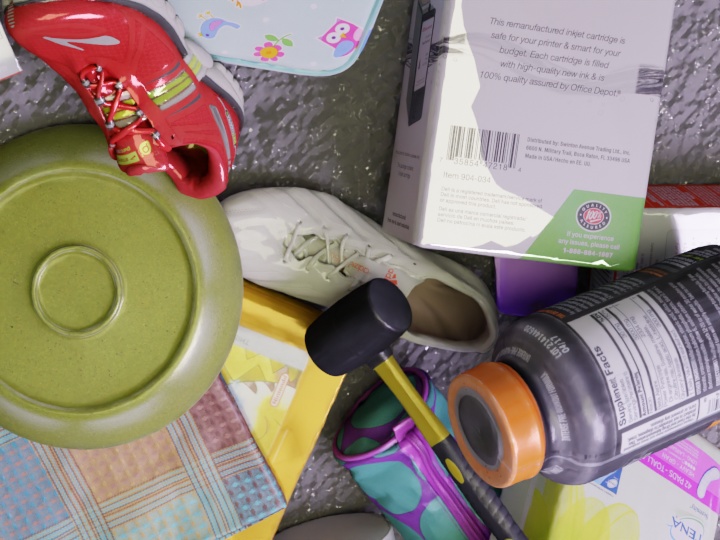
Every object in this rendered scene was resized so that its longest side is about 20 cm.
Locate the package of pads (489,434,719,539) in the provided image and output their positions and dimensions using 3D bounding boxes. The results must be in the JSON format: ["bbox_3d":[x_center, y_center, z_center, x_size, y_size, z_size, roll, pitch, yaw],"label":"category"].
[{"bbox_3d":[0.159,0.179,1.175,0.154,0.068,0.201,34,62,-32],"label":"package of pads"}]

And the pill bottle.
[{"bbox_3d":[0.151,0.062,1.082,0.199,0.106,0.107,-20,112,-24],"label":"pill bottle"}]

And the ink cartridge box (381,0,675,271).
[{"bbox_3d":[0.103,-0.110,1.104,0.144,0.084,0.201,7,95,-15],"label":"ink cartridge box"}]

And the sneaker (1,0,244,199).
[{"bbox_3d":[-0.126,-0.098,1.016,0.077,0.085,0.200,-9,156,29],"label":"sneaker"}]

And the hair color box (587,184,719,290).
[{"bbox_3d":[0.254,0.002,1.201,0.199,0.064,0.112,0,108,-10],"label":"hair color box"}]

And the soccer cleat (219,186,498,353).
[{"bbox_3d":[0.000,0.000,1.138,0.199,0.078,0.070,20,103,-17],"label":"soccer cleat"}]

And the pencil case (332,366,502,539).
[{"bbox_3d":[0.066,0.162,1.197,0.085,0.092,0.200,-41,110,-8],"label":"pencil case"}]

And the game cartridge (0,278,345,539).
[{"bbox_3d":[-0.123,0.080,1.153,0.199,0.032,0.177,21,102,-12],"label":"game cartridge"}]

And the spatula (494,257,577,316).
[{"bbox_3d":[0.115,0.064,1.213,0.056,0.021,0.201,1,111,1],"label":"spatula"}]

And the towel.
[{"bbox_3d":[-0.164,0.133,1.139,0.199,0.022,0.147,-26,106,2],"label":"towel"}]

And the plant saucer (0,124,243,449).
[{"bbox_3d":[-0.171,0.012,1.096,0.198,0.031,0.202,0,94,-1],"label":"plant saucer"}]

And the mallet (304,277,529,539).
[{"bbox_3d":[0.050,0.092,1.092,0.200,0.041,0.066,48,124,5],"label":"mallet"}]

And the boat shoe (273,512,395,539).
[{"bbox_3d":[-0.061,0.230,1.194,0.199,0.072,0.068,-27,114,-18],"label":"boat shoe"}]

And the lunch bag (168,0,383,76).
[{"bbox_3d":[-0.081,-0.191,1.033,0.199,0.077,0.161,10,141,-12],"label":"lunch bag"}]

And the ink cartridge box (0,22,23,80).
[{"bbox_3d":[-0.280,-0.191,1.032,0.108,0.050,0.201,-22,112,-4],"label":"ink cartridge box"}]
